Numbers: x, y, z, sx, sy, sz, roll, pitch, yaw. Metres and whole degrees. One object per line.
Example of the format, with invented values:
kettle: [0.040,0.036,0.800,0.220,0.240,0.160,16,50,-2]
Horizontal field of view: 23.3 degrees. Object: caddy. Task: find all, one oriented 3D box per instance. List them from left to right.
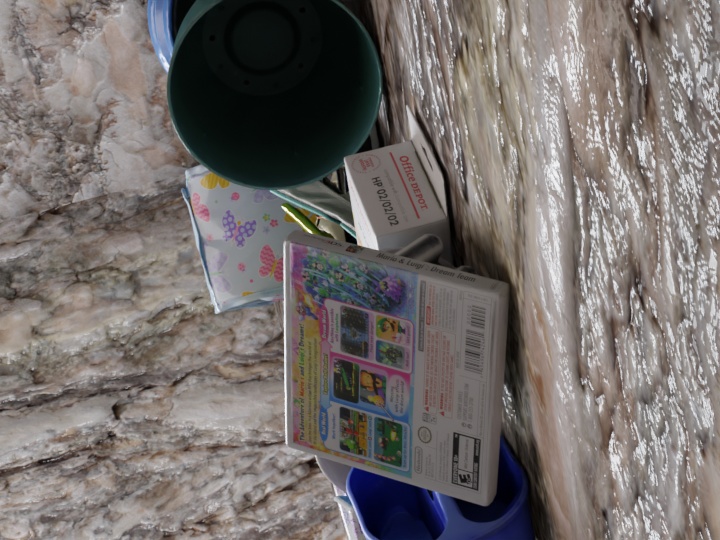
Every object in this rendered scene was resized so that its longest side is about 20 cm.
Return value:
caddy: [0.067,0.195,1.460,0.200,0.141,0.105,-120,12,-66]

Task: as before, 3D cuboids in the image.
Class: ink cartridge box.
ink cartridge box: [0.036,-0.030,1.530,0.115,0.068,0.200,-112,10,-47]

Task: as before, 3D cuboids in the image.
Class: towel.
towel: [0.000,0.000,1.710,0.200,0.018,0.086,43,179,41]

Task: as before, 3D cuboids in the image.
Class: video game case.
video game case: [0.025,0.077,1.365,0.024,0.182,0.200,-47,-35,-51]

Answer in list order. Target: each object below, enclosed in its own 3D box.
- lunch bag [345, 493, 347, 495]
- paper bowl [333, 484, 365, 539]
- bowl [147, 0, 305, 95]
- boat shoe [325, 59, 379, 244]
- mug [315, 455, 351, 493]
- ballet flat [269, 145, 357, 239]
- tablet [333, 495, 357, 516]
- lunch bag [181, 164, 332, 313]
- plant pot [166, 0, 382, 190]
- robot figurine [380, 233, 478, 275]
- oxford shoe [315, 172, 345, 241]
lunch bag: [0.018,0.159,1.896,0.200,0.122,0.171,65,-171,-86]
paper bowl: [0.024,0.269,2.157,0.201,0.104,0.201,165,90,-83]
bowl: [-0.118,-0.263,1.782,0.039,0.200,0.201,25,132,57]
boat shoe: [-0.011,-0.120,1.767,0.074,0.060,0.200,166,89,-84]
mug: [0.025,0.106,1.696,0.153,0.149,0.187,-99,11,-60]
ballet flat: [-0.005,-0.062,1.693,0.200,0.064,0.067,32,-178,27]
tablet: [0.043,0.255,1.867,0.200,0.130,0.014,142,132,-83]
lunch bag: [-0.086,-0.055,1.939,0.127,0.200,0.170,130,125,-82]
plant pot: [-0.089,-0.199,1.678,0.161,0.200,0.201,-108,6,-64]
robot figurine: [0.028,0.060,1.448,0.170,0.113,0.200,45,138,20]
oxford shoe: [-0.014,-0.072,1.836,0.071,0.074,0.200,-160,55,-82]
